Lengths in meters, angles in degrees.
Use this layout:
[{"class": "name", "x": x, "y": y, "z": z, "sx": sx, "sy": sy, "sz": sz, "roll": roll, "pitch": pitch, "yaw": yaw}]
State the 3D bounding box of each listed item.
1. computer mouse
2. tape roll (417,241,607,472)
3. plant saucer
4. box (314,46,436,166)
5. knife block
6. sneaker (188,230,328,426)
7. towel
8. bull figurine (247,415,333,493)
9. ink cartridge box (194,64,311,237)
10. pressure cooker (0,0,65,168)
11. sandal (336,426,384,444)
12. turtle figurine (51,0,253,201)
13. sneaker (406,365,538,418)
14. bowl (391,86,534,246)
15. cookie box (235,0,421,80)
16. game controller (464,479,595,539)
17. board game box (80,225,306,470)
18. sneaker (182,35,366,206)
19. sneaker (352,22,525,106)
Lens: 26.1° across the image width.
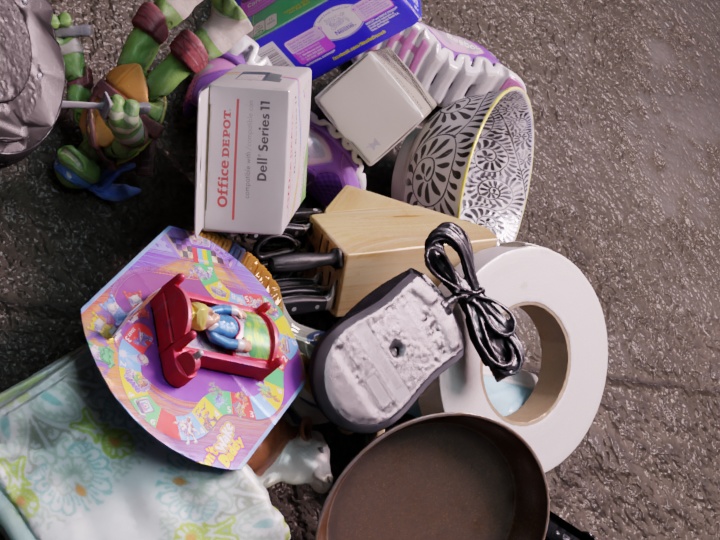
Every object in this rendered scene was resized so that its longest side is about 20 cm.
[{"class": "computer mouse", "x": 0.031, "y": 0.062, "z": 1.225, "sx": 0.200, "sy": 0.053, "sz": 0.139, "roll": -32, "pitch": 98, "yaw": -34}, {"class": "tape roll", "x": 0.132, "y": 0.078, "z": 1.338, "sx": 0.202, "sy": 0.037, "sz": 0.204, "roll": -2, "pitch": 93, "yaw": -37}, {"class": "plant saucer", "x": 0.053, "y": 0.199, "z": 1.222, "sx": 0.200, "sy": 0.201, "sz": 0.034, "roll": 29, "pitch": 6, "yaw": -26}, {"class": "box", "x": 0.018, "y": -0.156, "z": 1.437, "sx": 0.082, "sy": 0.068, "sz": 0.200, "roll": 49, "pitch": 10, "yaw": -5}, {"class": "knife block", "x": 0.000, "y": 0.000, "z": 1.312, "sx": 0.199, "sy": 0.064, "sz": 0.176, "roll": 18, "pitch": 31, "yaw": 9}, {"class": "sneaker", "x": -0.091, "y": 0.056, "z": 1.228, "sx": 0.200, "sy": 0.088, "sz": 0.075, "roll": 47, "pitch": 44, "yaw": -17}, {"class": "towel", "x": -0.167, "y": 0.149, "z": 1.073, "sx": 0.171, "sy": 0.048, "sz": 0.200, "roll": -32, "pitch": 87, "yaw": -25}, {"class": "bull figurine", "x": -0.113, "y": 0.120, "z": 1.179, "sx": 0.200, "sy": 0.065, "sz": 0.121, "roll": 43, "pitch": 47, "yaw": -4}, {"class": "ink cartridge box", "x": -0.083, "y": -0.096, "z": 1.232, "sx": 0.067, "sy": 0.118, "sz": 0.200, "roll": 4, "pitch": 14, "yaw": 4}, {"class": "pressure cooker", "x": -0.327, "y": -0.134, "z": 1.061, "sx": 0.176, "sy": 0.199, "sz": 0.179, "roll": -37, "pitch": 113, "yaw": -58}, {"class": "sandal", "x": -0.012, "y": 0.086, "z": 1.320, "sx": 0.069, "sy": 0.078, "sz": 0.212, "roll": 9, "pitch": 43, "yaw": -3}, {"class": "turtle figurine", "x": -0.195, "y": -0.167, "z": 1.208, "sx": 0.194, "sy": 0.144, "sz": 0.200, "roll": -47, "pitch": 111, "yaw": -6}, {"class": "sneaker", "x": 0.106, "y": 0.128, "z": 1.373, "sx": 0.199, "sy": 0.074, "sz": 0.082, "roll": 9, "pitch": 53, "yaw": -44}, {"class": "bowl", "x": 0.089, "y": -0.083, "z": 1.475, "sx": 0.094, "sy": 0.202, "sz": 0.201, "roll": 14, "pitch": 34, "yaw": 22}, {"class": "cookie box", "x": -0.036, "y": -0.280, "z": 1.445, "sx": 0.075, "sy": 0.171, "sz": 0.201, "roll": 44, "pitch": 31, "yaw": -38}, {"class": "game controller", "x": 0.112, "y": 0.197, "z": 1.317, "sx": 0.200, "sy": 0.104, "sz": 0.042, "roll": 35, "pitch": 79, "yaw": -21}, {"class": "board game box", "x": -0.103, "y": 0.045, "z": 1.106, "sx": 0.158, "sy": 0.039, "sz": 0.200, "roll": 48, "pitch": 36, "yaw": -6}, {"class": "sneaker", "x": -0.082, "y": -0.115, "z": 1.377, "sx": 0.200, "sy": 0.080, "sz": 0.089, "roll": 44, "pitch": 55, "yaw": -18}, {"class": "sneaker", "x": 0.072, "y": -0.216, "z": 1.589, "sx": 0.199, "sy": 0.081, "sz": 0.089, "roll": 23, "pitch": 28, "yaw": -20}]
